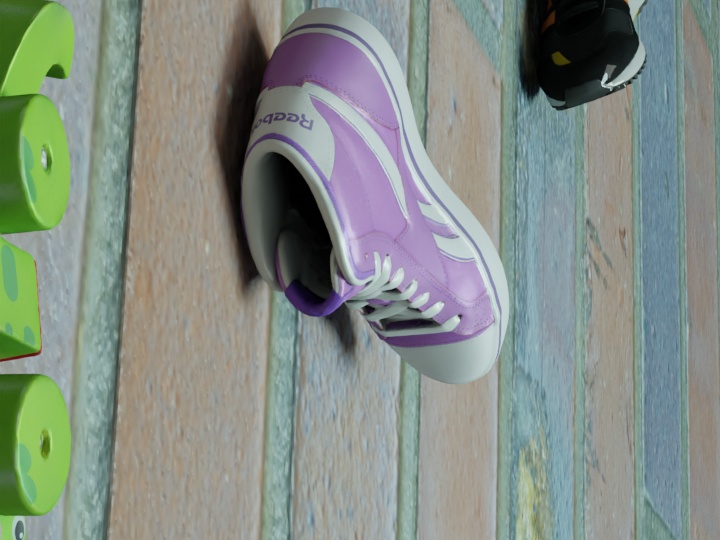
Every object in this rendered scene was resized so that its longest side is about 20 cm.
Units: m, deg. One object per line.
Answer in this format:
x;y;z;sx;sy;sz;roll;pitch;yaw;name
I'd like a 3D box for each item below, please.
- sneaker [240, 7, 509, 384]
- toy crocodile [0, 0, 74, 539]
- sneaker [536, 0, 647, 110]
-0.001;0.000;1.103;0.201;0.072;0.115;60;33;-35;sneaker
-0.112;0.014;0.717;0.062;0.067;0.202;42;46;-67;toy crocodile
0.136;-0.179;1.616;0.090;0.070;0.201;60;26;-24;sneaker
